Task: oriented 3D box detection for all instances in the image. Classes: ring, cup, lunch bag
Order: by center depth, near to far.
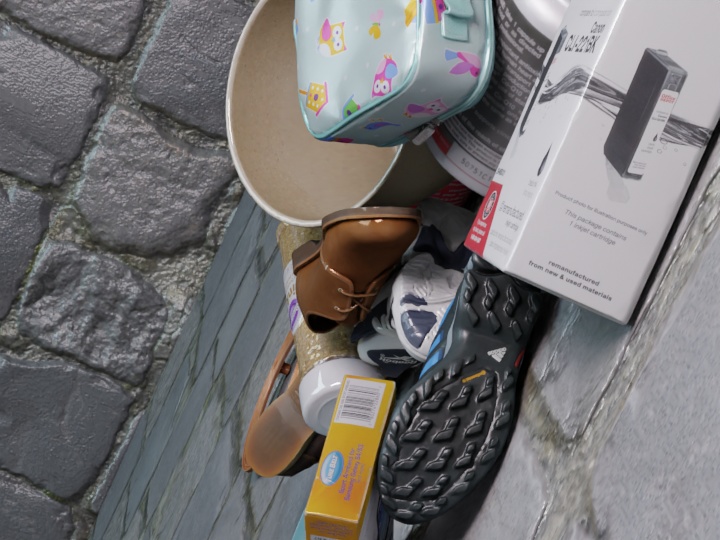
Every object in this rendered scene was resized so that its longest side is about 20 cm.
[{"bbox_3d":[0.026,-0.185,1.379,0.160,0.077,0.201,-23,65,51],"label":"lunch bag"},{"bbox_3d":[0.017,-0.127,1.553,0.200,0.143,0.201,-5,83,44],"label":"cup"},{"bbox_3d":[-0.080,0.124,2.190,0.200,0.019,0.201,-157,90,-80],"label":"ring"}]

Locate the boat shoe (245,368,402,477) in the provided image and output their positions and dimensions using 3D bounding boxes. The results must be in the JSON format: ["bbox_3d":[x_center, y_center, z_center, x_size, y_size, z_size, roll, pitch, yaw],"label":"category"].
[{"bbox_3d":[-0.018,0.102,1.736,0.200,0.070,0.071,-44,65,32],"label":"boat shoe"}]

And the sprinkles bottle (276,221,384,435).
[{"bbox_3d":[-0.025,0.038,1.650,0.200,0.068,0.068,-101,31,-43],"label":"sprinkles bottle"}]

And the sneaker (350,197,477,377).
[{"bbox_3d":[0.043,0.044,1.529,0.199,0.079,0.130,-93,22,-59],"label":"sneaker"}]

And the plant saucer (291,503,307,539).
[{"bbox_3d":[-0.024,0.220,1.627,0.200,0.027,0.201,-156,90,-81],"label":"plant saucer"}]

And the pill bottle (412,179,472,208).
[{"bbox_3d":[0.048,-0.097,1.720,0.112,0.112,0.200,-79,15,-52],"label":"pill bottle"}]

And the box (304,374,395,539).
[{"bbox_3d":[-0.006,0.180,1.379,0.200,0.041,0.119,92,-170,-46],"label":"box"}]

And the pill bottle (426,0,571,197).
[{"bbox_3d":[0.131,-0.149,1.376,0.114,0.114,0.200,-77,14,-48],"label":"pill bottle"}]

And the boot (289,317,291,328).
[{"bbox_3d":[0.003,-0.017,1.933,0.200,0.075,0.107,-56,9,13],"label":"boot"}]

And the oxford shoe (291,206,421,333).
[{"bbox_3d":[0.000,0.000,1.483,0.200,0.071,0.072,132,138,-68],"label":"oxford shoe"}]

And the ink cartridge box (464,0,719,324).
[{"bbox_3d":[0.147,-0.083,1.216,0.144,0.084,0.201,-135,69,-81],"label":"ink cartridge box"}]

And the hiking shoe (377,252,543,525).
[{"bbox_3d":[0.070,0.080,1.348,0.200,0.074,0.087,-63,-5,-16],"label":"hiking shoe"}]
